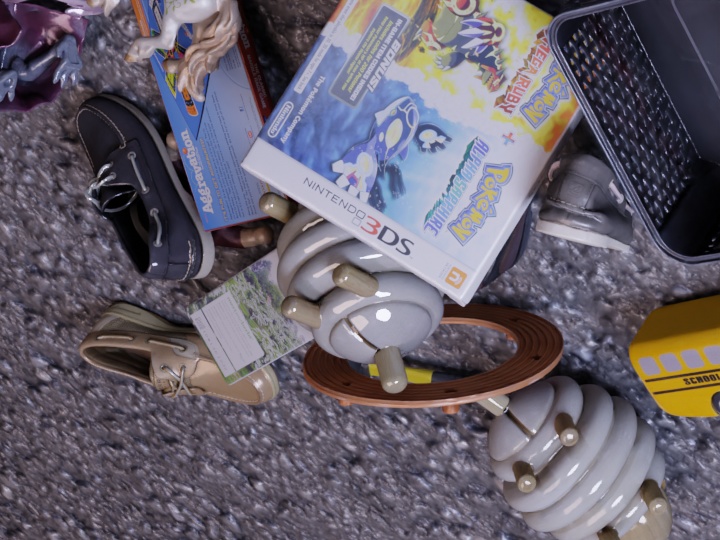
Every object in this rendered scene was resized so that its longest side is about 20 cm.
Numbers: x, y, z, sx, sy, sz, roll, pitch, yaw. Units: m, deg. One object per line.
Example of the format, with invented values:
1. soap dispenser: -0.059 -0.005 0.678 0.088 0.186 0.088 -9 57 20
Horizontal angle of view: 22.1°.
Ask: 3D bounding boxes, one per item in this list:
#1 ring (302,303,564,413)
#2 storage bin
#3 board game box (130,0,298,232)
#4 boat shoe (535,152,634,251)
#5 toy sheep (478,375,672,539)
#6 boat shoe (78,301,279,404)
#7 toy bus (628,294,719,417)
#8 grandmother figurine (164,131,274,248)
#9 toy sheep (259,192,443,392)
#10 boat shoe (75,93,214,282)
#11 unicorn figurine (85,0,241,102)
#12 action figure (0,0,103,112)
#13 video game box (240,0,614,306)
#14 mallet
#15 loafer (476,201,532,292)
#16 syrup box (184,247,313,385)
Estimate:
1. ring: 0.055 0.068 1.406 0.200 0.200 0.019 8 113 33
2. storage bin: 0.227 -0.113 1.175 0.135 0.094 0.200 -9 122 43
3. board game box: -0.113 -0.134 1.429 0.103 0.019 0.200 -11 99 43
4. boat shoe: 0.159 -0.048 1.266 0.067 0.200 0.057 17 94 9
5. toy sheep: 0.167 0.149 1.447 0.200 0.138 0.138 42 142 -13
6. boat shoe: -0.168 0.091 1.711 0.200 0.065 0.071 16 136 27
7. toy bus: 0.295 0.054 1.307 0.200 0.065 0.078 -15 116 46
8. grandmother figurine: -0.125 -0.063 1.534 0.200 0.061 0.121 -35 87 48
9. toy sheep: 0.000 0.000 1.352 0.138 0.200 0.138 -7 151 -4
10. boat shoe: -0.193 -0.070 1.522 0.200 0.063 0.073 55 137 26
11. unicorn figurine: -0.155 -0.234 1.376 0.200 0.074 0.137 42 130 4
12. action figure: -0.325 -0.205 1.519 0.200 0.134 0.149 42 111 40
13. video game box: 0.046 -0.107 1.258 0.182 0.200 0.047 31 -179 7
14. mallet: 0.054 0.083 1.556 0.200 0.041 0.066 3 127 30
15. loafer: 0.093 -0.064 1.353 0.072 0.063 0.200 20 138 21
16. syrup box: -0.053 0.019 1.524 0.200 0.081 0.079 -31 89 49
